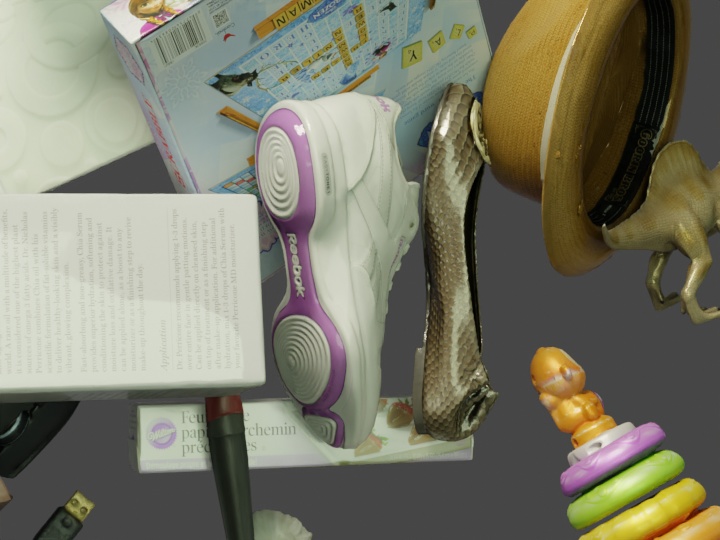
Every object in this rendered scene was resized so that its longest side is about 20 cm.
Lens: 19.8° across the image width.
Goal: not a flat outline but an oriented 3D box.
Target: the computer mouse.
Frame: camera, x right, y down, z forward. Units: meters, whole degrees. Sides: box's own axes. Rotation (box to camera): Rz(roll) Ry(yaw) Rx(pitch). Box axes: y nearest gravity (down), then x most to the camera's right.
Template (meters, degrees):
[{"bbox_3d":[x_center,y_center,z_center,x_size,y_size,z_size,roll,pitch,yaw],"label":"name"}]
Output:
[{"bbox_3d":[-0.170,0.085,1.129,0.201,0.046,0.141,-60,137,-24],"label":"computer mouse"}]

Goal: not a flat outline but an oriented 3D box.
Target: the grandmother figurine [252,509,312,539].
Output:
[{"bbox_3d":[0.004,0.214,1.188,0.200,0.061,0.122,41,59,-6],"label":"grandmother figurine"}]

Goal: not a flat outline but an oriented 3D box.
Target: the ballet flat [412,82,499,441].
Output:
[{"bbox_3d":[0.059,-0.004,1.164,0.046,0.067,0.202,3,88,16],"label":"ballet flat"}]

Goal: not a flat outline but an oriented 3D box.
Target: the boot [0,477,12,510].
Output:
[{"bbox_3d":[-0.225,0.165,1.060,0.186,0.064,0.200,27,112,-36],"label":"boot"}]

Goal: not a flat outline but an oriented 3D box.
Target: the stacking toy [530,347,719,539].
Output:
[{"bbox_3d":[0.157,0.133,1.217,0.109,0.116,0.201,-27,80,-11],"label":"stacking toy"}]

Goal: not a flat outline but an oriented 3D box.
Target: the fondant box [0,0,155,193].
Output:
[{"bbox_3d":[-0.162,-0.130,1.157,0.199,0.058,0.145,-26,95,-15],"label":"fondant box"}]

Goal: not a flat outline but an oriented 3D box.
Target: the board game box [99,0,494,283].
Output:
[{"bbox_3d":[-0.024,-0.112,1.140,0.199,0.041,0.200,-33,137,-14],"label":"board game box"}]

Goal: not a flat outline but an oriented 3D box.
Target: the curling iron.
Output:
[{"bbox_3d":[-0.085,0.080,1.145,0.049,0.026,0.202,-14,97,7],"label":"curling iron"}]

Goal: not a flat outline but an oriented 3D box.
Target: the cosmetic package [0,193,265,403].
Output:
[{"bbox_3d":[-0.153,0.016,1.061,0.198,0.071,0.103,0,82,-18],"label":"cosmetic package"}]

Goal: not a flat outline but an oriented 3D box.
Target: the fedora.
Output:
[{"bbox_3d":[0.125,-0.100,1.198,0.081,0.200,0.202,17,81,26],"label":"fedora"}]

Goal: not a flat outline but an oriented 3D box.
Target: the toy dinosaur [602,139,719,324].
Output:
[{"bbox_3d":[0.187,-0.024,1.227,0.199,0.058,0.102,-29,113,-42],"label":"toy dinosaur"}]

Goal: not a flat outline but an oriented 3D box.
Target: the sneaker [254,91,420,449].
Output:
[{"bbox_3d":[0.000,0.000,1.134,0.099,0.075,0.202,-18,113,-38],"label":"sneaker"}]

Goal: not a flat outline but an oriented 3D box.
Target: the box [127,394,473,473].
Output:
[{"bbox_3d":[-0.034,0.093,1.189,0.198,0.041,0.039,-1,88,-15],"label":"box"}]
